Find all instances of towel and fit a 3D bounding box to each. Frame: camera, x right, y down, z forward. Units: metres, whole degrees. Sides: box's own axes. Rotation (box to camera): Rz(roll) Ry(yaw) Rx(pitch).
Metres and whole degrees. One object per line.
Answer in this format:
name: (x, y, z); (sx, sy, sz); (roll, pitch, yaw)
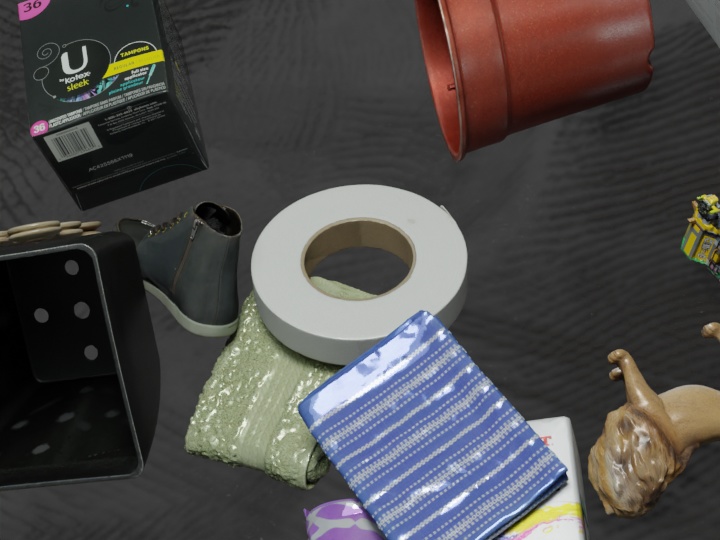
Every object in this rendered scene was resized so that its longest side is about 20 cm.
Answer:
towel: (-0.066, 0.091, 1.207); (0.146, 0.037, 0.202); (12, 62, 24)
towel: (0.052, 0.131, 1.053); (0.144, 0.024, 0.200); (-34, 52, -8)

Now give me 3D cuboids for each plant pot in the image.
plant pot: (0.164, -0.222, 1.265); (0.192, 0.202, 0.203); (-12, 54, -3)
plant pot: (-0.276, 0.060, 1.177); (0.196, 0.203, 0.178); (-7, 16, 11)

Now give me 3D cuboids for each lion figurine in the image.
lion figurine: (0.269, 0.116, 1.075); (0.197, 0.073, 0.124); (-18, 61, -2)

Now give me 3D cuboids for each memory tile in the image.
memory tile: (-0.364, -0.022, 1.310); (0.197, 0.153, 0.017); (-11, 90, 10)

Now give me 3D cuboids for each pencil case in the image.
pencil case: (-0.013, 0.280, 1.044); (0.085, 0.084, 0.202); (-18, 49, 33)

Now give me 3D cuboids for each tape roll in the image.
tape roll: (0.000, 0.000, 1.218); (0.199, 0.037, 0.204); (-2, 44, 2)

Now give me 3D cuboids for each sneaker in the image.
sneaker: (-0.167, -0.030, 1.254); (0.074, 0.108, 0.199); (-7, 30, -40)

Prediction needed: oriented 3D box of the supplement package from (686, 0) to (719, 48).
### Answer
supplement package: (0.390, -0.306, 1.237); (0.145, 0.201, 0.193); (-24, 55, -1)

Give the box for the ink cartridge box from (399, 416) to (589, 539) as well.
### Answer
ink cartridge box: (0.107, 0.226, 1.039); (0.143, 0.084, 0.202); (-8, 55, 11)

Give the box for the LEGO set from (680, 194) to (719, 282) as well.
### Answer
LEGO set: (0.366, -0.025, 1.086); (0.152, 0.117, 0.201); (-6, 45, -19)

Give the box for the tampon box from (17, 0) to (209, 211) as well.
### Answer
tampon box: (-0.259, -0.194, 1.394); (0.148, 0.127, 0.202); (-19, 54, 2)
